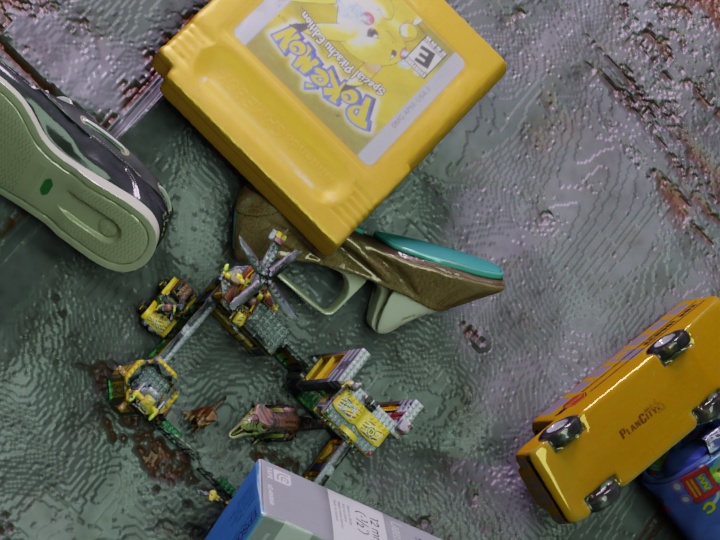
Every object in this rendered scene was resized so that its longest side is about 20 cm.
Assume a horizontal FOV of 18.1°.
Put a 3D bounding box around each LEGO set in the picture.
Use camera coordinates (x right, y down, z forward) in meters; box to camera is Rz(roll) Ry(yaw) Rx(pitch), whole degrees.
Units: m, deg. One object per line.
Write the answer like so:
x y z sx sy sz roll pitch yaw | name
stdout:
-0.058 0.086 1.476 0.154 0.116 0.200 -42 101 -21 | LEGO set

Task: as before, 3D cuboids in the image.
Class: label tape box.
-0.016 0.228 1.473 0.199 0.066 0.144 27 113 -18 | label tape box

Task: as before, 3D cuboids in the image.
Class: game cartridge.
-0.020 -0.136 1.528 0.176 0.032 0.200 44 59 -2 | game cartridge

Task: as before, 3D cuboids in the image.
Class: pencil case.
0.288 0.195 1.639 0.087 0.078 0.200 -37 102 1 | pencil case

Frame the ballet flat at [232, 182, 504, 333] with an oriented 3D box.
0.000 0.000 1.546 0.199 0.068 0.073 20 98 -21 | ballet flat

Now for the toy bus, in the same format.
0.192 0.098 1.606 0.200 0.078 0.065 -36 100 -22 | toy bus

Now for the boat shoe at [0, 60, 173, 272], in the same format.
-0.206 -0.083 1.468 0.200 0.072 0.068 40 35 -8 | boat shoe
